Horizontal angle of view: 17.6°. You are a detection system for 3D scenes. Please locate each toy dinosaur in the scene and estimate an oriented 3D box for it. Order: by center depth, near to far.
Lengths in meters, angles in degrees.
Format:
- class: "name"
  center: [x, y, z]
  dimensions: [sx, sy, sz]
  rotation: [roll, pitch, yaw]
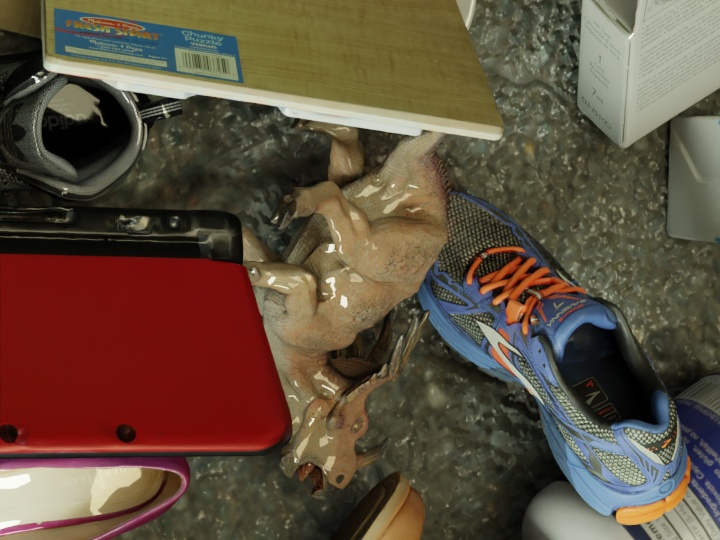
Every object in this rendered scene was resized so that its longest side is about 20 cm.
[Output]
- class: "toy dinosaur"
  center: [0.000, 0.000, 1.117]
  dimensions: [0.135, 0.086, 0.200]
  rotation: [29, 116, -25]

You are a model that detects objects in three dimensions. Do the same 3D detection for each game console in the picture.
- class: "game console"
  center: [-0.152, 0.034, 1.019]
  dimensions: [0.199, 0.172, 0.120]
  rotation: [2, 78, -24]

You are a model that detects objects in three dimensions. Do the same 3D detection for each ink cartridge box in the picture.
- class: "ink cartridge box"
  center: [0.202, -0.173, 1.178]
  dimensions: [0.199, 0.045, 0.177]
  rotation: [-32, 150, -19]
- class: "ink cartridge box"
  center: [0.277, -0.048, 1.240]
  dimensions: [0.199, 0.116, 0.068]
  rotation: [-2, 96, -23]

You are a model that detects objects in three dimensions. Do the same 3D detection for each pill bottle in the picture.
- class: "pill bottle"
  center: [0.153, 0.144, 1.201]
  dimensions: [0.199, 0.120, 0.120]
  rotation: [-32, 106, -17]

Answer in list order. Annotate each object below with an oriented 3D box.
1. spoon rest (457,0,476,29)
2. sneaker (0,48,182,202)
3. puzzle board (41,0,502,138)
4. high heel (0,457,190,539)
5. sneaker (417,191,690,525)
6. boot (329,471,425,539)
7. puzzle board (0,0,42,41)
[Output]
- class: "spoon rest"
  center: [-0.001, -0.188, 1.138]
  dimensions: [0.099, 0.061, 0.201]
  rotation: [-21, 102, -20]
- class: "sneaker"
  center: [-0.179, -0.061, 1.042]
  dimensions: [0.199, 0.114, 0.076]
  rotation: [-14, 100, -22]
- class: "puzzle board"
  center: [-0.045, -0.107, 1.044]
  dimensions: [0.198, 0.151, 0.017]
  rotation: [7, 120, -13]
- class: "high heel"
  center: [-0.176, 0.121, 1.068]
  dimensions: [0.199, 0.096, 0.068]
  rotation: [-16, 101, -22]
- class: "sneaker"
  center: [0.098, 0.029, 1.153]
  dimensions: [0.075, 0.079, 0.200]
  rotation: [-34, 67, -21]
- class: "boot"
  center: [0.033, 0.215, 1.155]
  dimensions: [0.154, 0.077, 0.201]
  rotation: [23, 90, -3]
- class: "puzzle board"
  center: [-0.193, -0.222, 1.076]
  dimensions: [0.150, 0.017, 0.202]
  rotation: [13, 89, -23]
